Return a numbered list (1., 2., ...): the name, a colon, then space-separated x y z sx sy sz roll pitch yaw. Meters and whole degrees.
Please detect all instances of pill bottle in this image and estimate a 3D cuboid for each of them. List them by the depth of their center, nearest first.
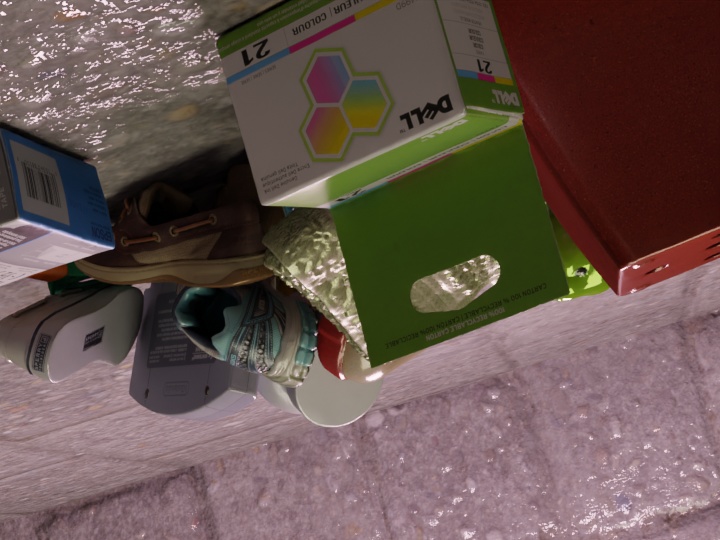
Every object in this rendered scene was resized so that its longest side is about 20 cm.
1. pill bottle: -0.056 0.054 1.468 0.111 0.113 0.200 -11 -154 -21

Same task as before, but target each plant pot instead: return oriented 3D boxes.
1. plant pot: 0.190 -0.095 1.069 0.198 0.178 0.200 -22 170 4

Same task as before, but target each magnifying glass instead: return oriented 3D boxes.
1. magnifying glass: -0.242 0.000 1.416 0.079 0.023 0.200 -18 171 14

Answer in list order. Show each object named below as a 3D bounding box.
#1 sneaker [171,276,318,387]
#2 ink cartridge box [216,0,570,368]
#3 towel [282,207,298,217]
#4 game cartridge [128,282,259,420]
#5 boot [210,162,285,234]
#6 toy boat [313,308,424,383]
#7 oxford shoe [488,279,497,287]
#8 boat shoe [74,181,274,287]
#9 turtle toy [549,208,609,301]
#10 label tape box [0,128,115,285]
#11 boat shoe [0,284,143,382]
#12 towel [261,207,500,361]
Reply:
1. sneaker: -0.106 0.023 1.302 0.086 0.078 0.200 17 -176 -30
2. ink cartridge box: 0.018 -0.061 0.970 0.147 0.202 0.075 -22 168 31
3. towel: 0.012 -0.074 1.140 0.146 0.022 0.201 -28 151 -8
4. game cartridge: -0.136 0.059 1.455 0.040 0.135 0.199 17 167 -29
5. boot: -0.084 -0.047 1.299 0.073 0.076 0.199 -27 -167 -35
6. toy boat: 0.000 0.000 1.340 0.130 0.132 0.200 23 -163 17
7. oxford shoe: 0.116 -0.020 1.381 0.057 0.076 0.200 4 -178 25
8. boat shoe: -0.143 -0.030 1.269 0.072 0.073 0.199 -17 -165 -41
9. turtle toy: 0.183 -0.059 1.246 0.200 0.101 0.146 -41 159 -23
10. label tape box: -0.280 -0.021 1.115 0.198 0.067 0.143 -20 169 13
11. boat shoe: -0.243 0.048 1.434 0.065 0.073 0.200 16 -164 14
12. towel: 0.028 -0.015 1.163 0.148 0.037 0.200 -40 144 3
